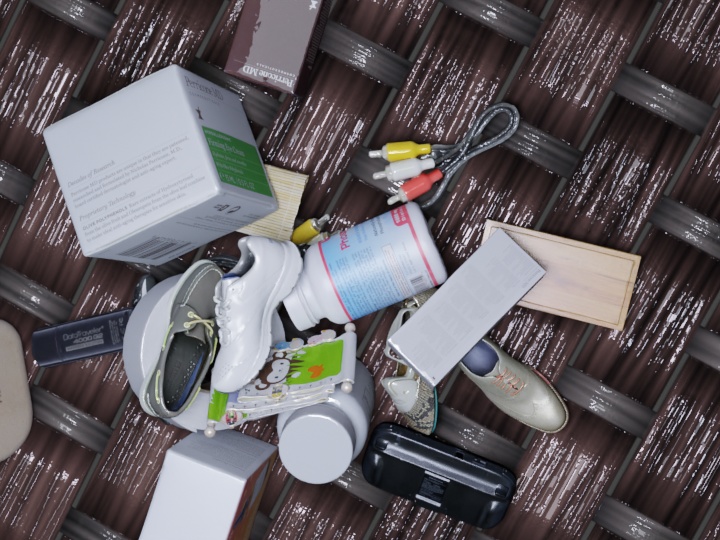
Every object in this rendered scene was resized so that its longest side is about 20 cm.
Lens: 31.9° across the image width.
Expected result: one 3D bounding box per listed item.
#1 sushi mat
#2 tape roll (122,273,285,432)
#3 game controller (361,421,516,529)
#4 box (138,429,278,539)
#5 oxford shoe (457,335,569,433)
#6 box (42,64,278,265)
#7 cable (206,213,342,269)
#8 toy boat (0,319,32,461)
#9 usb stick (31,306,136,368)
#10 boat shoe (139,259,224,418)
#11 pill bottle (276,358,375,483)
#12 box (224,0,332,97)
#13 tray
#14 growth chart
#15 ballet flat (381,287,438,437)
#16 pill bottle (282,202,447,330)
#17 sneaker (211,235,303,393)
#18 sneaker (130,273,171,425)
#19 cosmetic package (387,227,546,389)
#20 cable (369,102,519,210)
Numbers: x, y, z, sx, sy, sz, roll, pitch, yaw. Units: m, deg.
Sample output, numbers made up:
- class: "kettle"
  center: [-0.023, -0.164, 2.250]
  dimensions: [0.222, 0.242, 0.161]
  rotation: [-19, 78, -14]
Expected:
- class: "sushi mat"
  center: [-0.169, -0.103, 1.653]
  dimensions: [0.199, 0.012, 0.096]
  rotation: [16, 95, 18]
- class: "tape roll"
  center: [-0.199, 0.103, 1.608]
  dimensions: [0.202, 0.071, 0.203]
  rotation: [-1, 91, -30]
- class: "game controller"
  center: [0.100, 0.268, 1.638]
  dimensions: [0.199, 0.042, 0.105]
  rotation: [21, 129, 6]
- class: "box"
  center: [-0.194, 0.296, 1.606]
  dimensions: [0.106, 0.200, 0.153]
  rotation: [20, 96, 6]
- class: "oxford shoe"
  center: [0.181, 0.141, 1.610]
  dimensions: [0.200, 0.074, 0.071]
  rotation: [37, 97, 4]
- class: "box"
  center: [-0.243, -0.124, 1.567]
  dimensions: [0.199, 0.199, 0.172]
  rotation: [-24, 80, 15]
- class: "cable"
  center: [-0.111, -0.004, 1.669]
  dimensions: [0.199, 0.050, 0.097]
  rotation: [-16, 108, 20]
- class: "toy boat"
  center: [-0.529, 0.164, 1.697]
  dimensions: [0.130, 0.130, 0.201]
  rotation: [-7, 92, 38]
- class: "usb stick"
  center: [-0.360, 0.089, 1.664]
  dimensions: [0.199, 0.033, 0.056]
  rotation: [-13, 85, 33]
- class: "boat shoe"
  center: [-0.206, 0.084, 1.529]
  dimensions: [0.072, 0.060, 0.202]
  rotation: [25, 78, -28]
- class: "pill bottle"
  center: [-0.044, 0.184, 1.571]
  dimensions: [0.114, 0.200, 0.115]
  rotation: [1, 105, 5]
- class: "box"
  center: [-0.096, -0.333, 1.621]
  dimensions: [0.100, 0.075, 0.201]
  rotation: [18, 97, 6]
- class: "tray"
  center: [0.248, 0.005, 1.613]
  dimensions: [0.199, 0.037, 0.099]
  rotation: [14, 95, 7]
- class: "growth chart"
  center: [-0.095, 0.129, 1.530]
  dimensions: [0.199, 0.145, 0.018]
  rotation: [-17, 124, 3]
- class: "ballet flat"
  center: [0.062, 0.116, 1.624]
  dimensions: [0.075, 0.068, 0.201]
  rotation: [3, 93, -36]
- class: "pill bottle"
  center: [0.000, 0.000, 1.576]
  dimensions: [0.199, 0.109, 0.109]
  rotation: [-23, 90, 4]
- class: "sneaker"
  center: [-0.144, 0.049, 1.515]
  dimensions: [0.087, 0.074, 0.201]
  rotation: [22, 85, -38]
- class: "sneaker"
  center: [-0.255, 0.101, 1.676]
  dimensions: [0.079, 0.074, 0.201]
  rotation: [-15, 86, -21]
- class: "cosmetic package"
  center: [0.131, 0.048, 1.562]
  dimensions: [0.200, 0.051, 0.083]
  rotation: [-44, 79, -7]
- class: "cable"
  center: [0.116, -0.142, 1.607]
  dimensions: [0.199, 0.050, 0.097]
  rotation: [-21, 96, 9]
